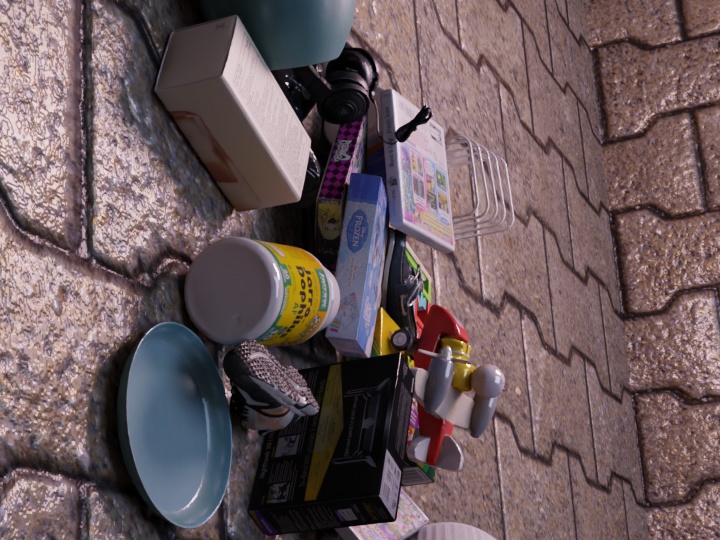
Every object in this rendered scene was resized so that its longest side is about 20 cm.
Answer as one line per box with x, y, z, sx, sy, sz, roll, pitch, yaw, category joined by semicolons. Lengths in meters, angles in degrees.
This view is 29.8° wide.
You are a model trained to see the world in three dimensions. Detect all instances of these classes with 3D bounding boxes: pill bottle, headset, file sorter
-0.098;0.026;1.477;0.200;0.112;0.113;10;70;-68;pill bottle
-0.005;-0.237;1.689;0.200;0.094;0.124;43;33;-17;headset
0.156;-0.130;2.181;0.200;0.124;0.140;15;66;-66;file sorter
0.036;-0.156;1.906;0.200;0.112;0.113;53;34;-48;pill bottle

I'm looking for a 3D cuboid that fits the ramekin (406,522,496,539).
0.111;0.411;1.732;0.094;0.201;0.203;-89;158;-55;ramekin

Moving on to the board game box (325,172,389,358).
0.000;0.000;1.685;0.200;0.043;0.200;64;35;-80;board game box

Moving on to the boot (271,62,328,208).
-0.077;-0.196;1.715;0.200;0.065;0.165;-75;149;-56;boot

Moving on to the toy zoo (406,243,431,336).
0.071;0.064;2.016;0.131;0.020;0.201;52;34;-50;toy zoo

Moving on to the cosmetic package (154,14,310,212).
-0.138;-0.170;1.504;0.200;0.087;0.104;60;30;-43;cosmetic package

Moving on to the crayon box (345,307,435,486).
0.043;0.175;1.840;0.200;0.058;0.173;51;35;-51;crayon box

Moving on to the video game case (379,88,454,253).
0.077;-0.129;1.818;0.200;0.024;0.183;24;60;-65;video game case

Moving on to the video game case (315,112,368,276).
-0.023;-0.085;1.742;0.200;0.036;0.182;-76;171;-47;video game case

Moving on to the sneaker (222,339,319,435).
-0.106;0.133;1.419;0.074;0.080;0.200;59;3;24;sneaker

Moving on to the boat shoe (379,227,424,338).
0.057;0.025;1.851;0.075;0.062;0.201;-81;175;-52;boat shoe

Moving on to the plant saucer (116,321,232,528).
-0.184;0.151;1.321;0.200;0.027;0.201;-11;90;-70;plant saucer

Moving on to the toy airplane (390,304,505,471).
0.121;0.165;1.769;0.200;0.141;0.200;-60;134;-60;toy airplane

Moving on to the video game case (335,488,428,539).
0.000;0.274;1.638;0.143;0.018;0.200;48;17;13;video game case

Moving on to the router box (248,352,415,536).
-0.028;0.193;1.517;0.201;0.157;0.052;-79;150;-43;router box

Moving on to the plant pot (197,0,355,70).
-0.095;-0.316;1.551;0.201;0.200;0.162;-42;128;-66;plant pot
